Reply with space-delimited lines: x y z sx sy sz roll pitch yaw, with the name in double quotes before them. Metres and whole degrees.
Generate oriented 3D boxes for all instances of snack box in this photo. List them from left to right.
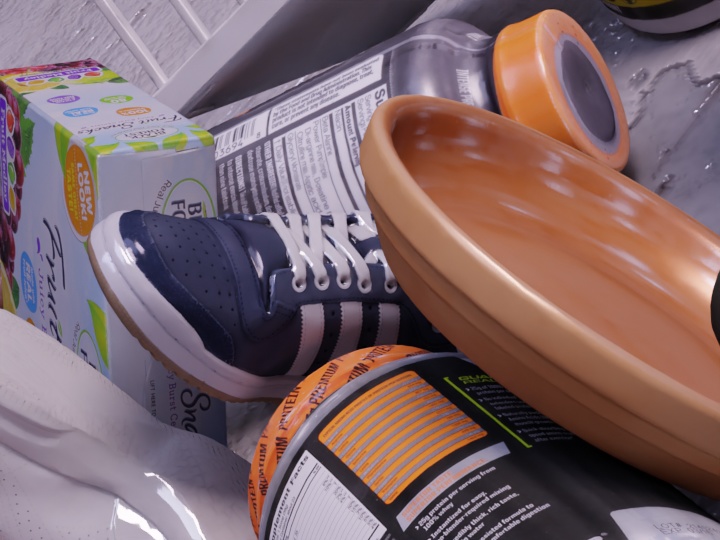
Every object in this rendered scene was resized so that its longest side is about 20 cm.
"snack box" -0.101 0.029 0.897 0.053 0.202 0.142 -11 21 -25

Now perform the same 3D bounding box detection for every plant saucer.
"plant saucer" 0.082 0.013 0.716 0.038 0.199 0.200 -58 26 18

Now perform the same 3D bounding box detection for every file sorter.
"file sorter" -0.026 -0.174 1.002 0.139 0.125 0.200 -40 -7 34

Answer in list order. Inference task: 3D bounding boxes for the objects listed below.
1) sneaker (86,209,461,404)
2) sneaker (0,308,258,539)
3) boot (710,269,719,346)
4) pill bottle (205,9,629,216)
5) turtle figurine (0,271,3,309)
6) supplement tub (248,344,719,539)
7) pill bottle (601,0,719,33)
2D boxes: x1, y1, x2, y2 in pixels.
"sneaker" 0.000 0.000 0.797 0.108 0.199 0.070 -40 51 20
"sneaker" -0.087 0.102 0.814 0.089 0.199 0.075 -52 1 21
"boot" 0.208 0.034 0.600 0.198 0.078 0.139 -13 31 -1
"pill bottle" 0.011 -0.036 0.929 0.199 0.106 0.107 -23 35 27
"turtle figurine" -0.215 0.071 1.091 0.161 0.064 0.200 -45 31 -5
"supplement tub" 0.044 0.102 0.702 0.123 0.123 0.200 -44 30 -4
"pill bottle" 0.100 -0.202 0.934 0.111 0.200 0.112 -27 39 24
